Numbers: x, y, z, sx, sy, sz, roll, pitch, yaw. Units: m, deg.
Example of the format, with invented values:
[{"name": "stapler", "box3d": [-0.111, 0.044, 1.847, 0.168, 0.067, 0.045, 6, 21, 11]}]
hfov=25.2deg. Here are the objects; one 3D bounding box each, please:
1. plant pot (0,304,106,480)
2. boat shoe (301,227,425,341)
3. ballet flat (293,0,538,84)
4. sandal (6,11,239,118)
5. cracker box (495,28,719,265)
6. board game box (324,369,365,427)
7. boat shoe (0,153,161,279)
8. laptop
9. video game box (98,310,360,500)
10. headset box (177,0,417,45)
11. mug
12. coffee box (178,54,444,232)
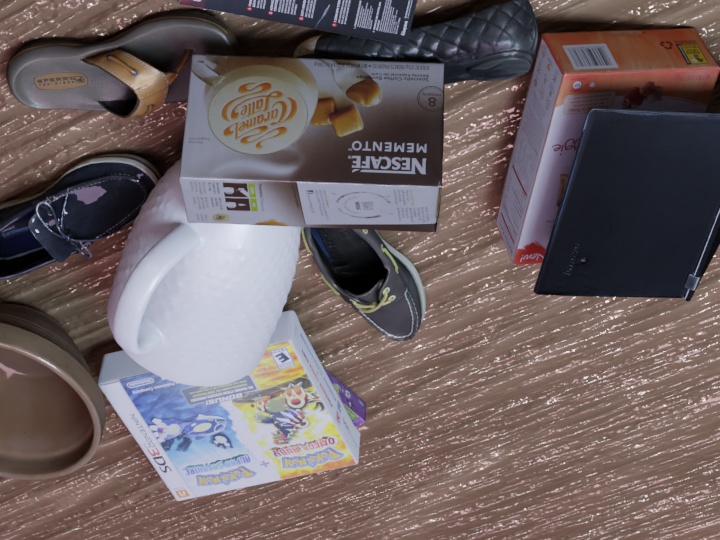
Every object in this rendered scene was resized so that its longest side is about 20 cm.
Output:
[{"name": "plant pot", "box3d": [-0.328, 0.099, 1.512, 0.198, 0.093, 0.202, 7, 135, 7]}, {"name": "boat shoe", "box3d": [0.000, 0.000, 1.426, 0.071, 0.061, 0.202, -18, 129, 20]}, {"name": "ballet flat", "box3d": [0.044, -0.177, 1.279, 0.198, 0.057, 0.067, -2, 161, 13]}, {"name": "sandal", "box3d": [-0.194, -0.156, 1.298, 0.198, 0.055, 0.082, -4, 133, 7]}, {"name": "cracker box", "box3d": [0.196, -0.097, 1.304, 0.132, 0.058, 0.201, -5, 135, -15]}, {"name": "board game box", "box3d": [-0.102, 0.109, 1.557, 0.119, 0.033, 0.200, -27, 127, 31]}, {"name": "boat shoe", "box3d": [-0.259, -0.042, 1.405, 0.198, 0.063, 0.075, -19, 127, 19]}, {"name": "laptop", "box3d": [0.245, -0.081, 1.278, 0.115, 0.200, 0.188, 25, 134, 14]}, {"name": "video game box", "box3d": [-0.123, 0.133, 1.534, 0.198, 0.047, 0.183, -14, 133, 16]}, {"name": "headset box", "box3d": [-0.046, -0.261, 1.178, 0.198, 0.075, 0.150, 9, 133, -5]}, {"name": "mug", "box3d": [-0.137, -0.004, 1.343, 0.147, 0.200, 0.176, 35, 130, 13]}, {"name": "coffee box", "box3d": [-0.035, -0.098, 1.251, 0.198, 0.116, 0.080, 3, 154, 2]}]
